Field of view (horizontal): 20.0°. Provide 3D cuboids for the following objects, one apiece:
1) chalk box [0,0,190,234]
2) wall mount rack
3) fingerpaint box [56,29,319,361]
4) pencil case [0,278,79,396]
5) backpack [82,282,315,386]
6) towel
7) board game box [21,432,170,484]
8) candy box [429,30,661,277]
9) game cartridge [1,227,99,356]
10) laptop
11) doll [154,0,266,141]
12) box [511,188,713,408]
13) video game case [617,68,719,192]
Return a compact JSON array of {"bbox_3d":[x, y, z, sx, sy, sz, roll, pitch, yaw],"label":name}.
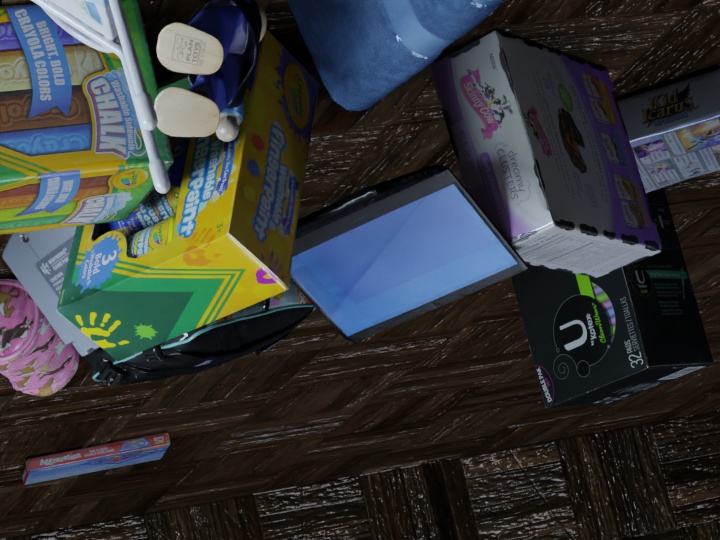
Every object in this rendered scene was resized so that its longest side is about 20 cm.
[{"bbox_3d":[-0.205,-0.103,1.389,0.198,0.125,0.125,-7,165,-23],"label":"chalk box"},{"bbox_3d":[-0.171,-0.138,1.227,0.075,0.173,0.200,-55,172,-13],"label":"wall mount rack"},{"bbox_3d":[-0.124,-0.056,1.486,0.166,0.201,0.073,-22,133,31],"label":"fingerpaint box"},{"bbox_3d":[-0.332,0.069,2.012,0.086,0.084,0.200,-15,167,1],"label":"pencil case"},{"bbox_3d":[-0.143,0.015,1.833,0.199,0.155,0.175,-2,162,-43],"label":"backpack"},{"bbox_3d":[0.029,-0.187,1.310,0.048,0.113,0.200,-16,169,-35],"label":"towel"},{"bbox_3d":[-0.369,0.262,2.844,0.198,0.020,0.103,-9,167,-17],"label":"board game box"},{"bbox_3d":[0.154,-0.092,1.679,0.071,0.169,0.199,-24,162,30],"label":"candy box"},{"bbox_3d":[-0.211,-0.018,1.695,0.199,0.134,0.040,-30,-168,42],"label":"game cartridge"},{"bbox_3d":[0.000,0.000,1.545,0.176,0.104,0.200,-24,179,27],"label":"laptop"},{"bbox_3d":[-0.090,-0.149,1.335,0.048,0.138,0.200,7,-163,5],"label":"doll"},{"bbox_3d":[0.260,0.027,2.166,0.124,0.202,0.148,0,160,-46],"label":"box"},{"bbox_3d":[0.272,-0.120,1.934,0.179,0.046,0.200,-16,166,13],"label":"video game case"}]
